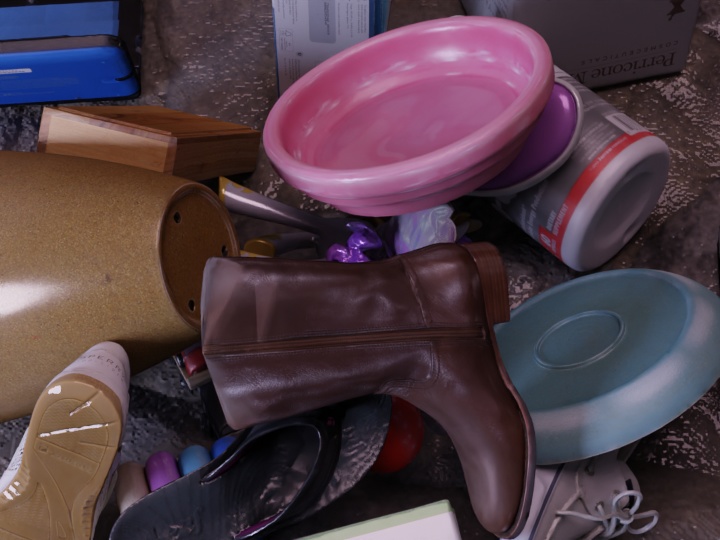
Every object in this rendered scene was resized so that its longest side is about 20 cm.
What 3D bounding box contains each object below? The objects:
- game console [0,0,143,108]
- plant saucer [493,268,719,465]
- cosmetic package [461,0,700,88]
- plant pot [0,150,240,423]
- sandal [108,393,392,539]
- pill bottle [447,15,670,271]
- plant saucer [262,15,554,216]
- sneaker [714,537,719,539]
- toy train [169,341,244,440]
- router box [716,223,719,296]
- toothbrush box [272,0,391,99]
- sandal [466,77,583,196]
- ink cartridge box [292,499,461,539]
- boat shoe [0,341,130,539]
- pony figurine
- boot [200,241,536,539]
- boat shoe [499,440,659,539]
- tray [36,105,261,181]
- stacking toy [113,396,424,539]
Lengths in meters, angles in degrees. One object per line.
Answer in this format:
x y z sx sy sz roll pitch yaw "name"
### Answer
-0.283 -0.198 1.151 0.197 0.171 0.120 -5 79 -3 "game console"
0.149 0.054 0.940 0.198 0.028 0.201 -22 25 11 "plant saucer"
0.177 -0.275 1.146 0.165 0.201 0.168 -12 53 -8 "cosmetic package"
-0.182 0.004 0.910 0.198 0.187 0.188 -6 49 27 "plant pot"
-0.058 0.126 0.843 0.200 0.048 0.076 -37 91 -13 "sandal"
0.125 -0.101 1.071 0.114 0.114 0.200 -37 60 -24 "pill bottle"
0.035 -0.100 0.941 0.198 0.051 0.201 -14 34 10 "plant saucer"
0.314 0.205 0.873 0.198 0.075 0.107 -15 58 1 "sneaker"
-0.121 0.053 0.999 0.034 0.046 0.201 -21 56 -15 "toy train"
0.357 0.031 1.001 0.197 0.062 0.151 5 52 4 "router box"
-0.017 -0.250 1.165 0.084 0.147 0.202 5 52 3 "toothbrush box"
0.064 -0.091 1.014 0.201 0.050 0.084 -8 87 34 "sandal"
0.012 0.254 0.849 0.144 0.048 0.202 -13 71 -9 "ink cartridge box"
-0.183 0.128 0.873 0.070 0.201 0.070 29 31 -5 "boat shoe"
0.000 0.000 0.978 0.197 0.168 0.194 3 30 -8 "pony figurine"
0.000 0.078 0.819 0.198 0.064 0.189 -6 84 -28 "boot"
0.155 0.143 0.920 0.085 0.075 0.202 26 48 14 "boat shoe"
-0.148 -0.096 1.037 0.098 0.037 0.200 13 10 10 "tray"
-0.053 0.128 0.902 0.198 0.086 0.086 -23 55 -6 "stacking toy"
